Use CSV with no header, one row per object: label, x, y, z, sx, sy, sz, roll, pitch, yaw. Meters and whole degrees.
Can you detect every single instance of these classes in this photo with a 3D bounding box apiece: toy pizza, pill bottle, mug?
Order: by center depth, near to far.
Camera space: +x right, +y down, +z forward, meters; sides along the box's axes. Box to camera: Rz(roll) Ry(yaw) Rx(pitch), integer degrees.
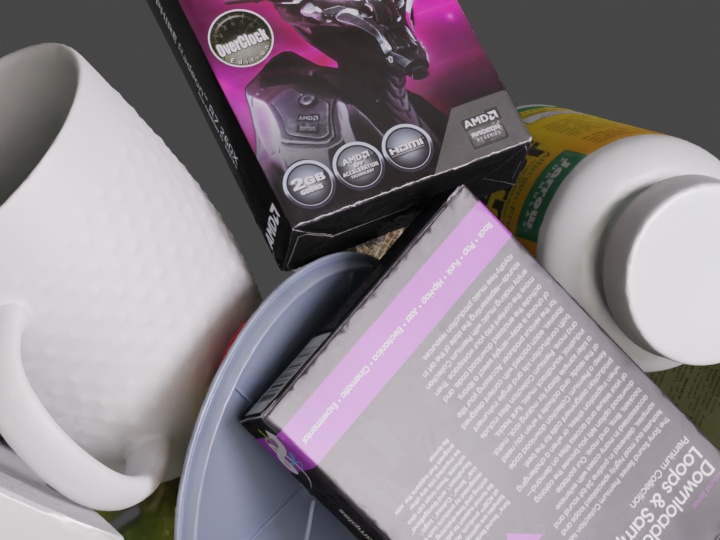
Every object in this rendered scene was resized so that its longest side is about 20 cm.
mug,-0.127,0.024,1.332,0.147,0.200,0.175,-31,121,20
toy pizza,-0.031,0.087,1.360,0.200,0.032,0.201,-31,128,-49
pill bottle,0.119,-0.014,1.416,0.112,0.200,0.113,-4,101,-21

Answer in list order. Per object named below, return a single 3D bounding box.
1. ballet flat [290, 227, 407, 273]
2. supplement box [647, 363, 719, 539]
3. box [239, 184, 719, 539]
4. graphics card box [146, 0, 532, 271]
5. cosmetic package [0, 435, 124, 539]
ballet flat,0.000,0.000,1.448,0.075,0.068,0.201,-6,109,0
supplement box,0.216,0.108,1.477,0.134,0.200,0.201,22,91,-23
box,0.064,0.083,1.312,0.200,0.036,0.143,45,70,-10
graphics card box,-0.021,-0.110,1.367,0.125,0.051,0.200,-20,70,-17
cosmetic package,-0.192,0.108,1.315,0.113,0.200,0.081,28,91,-25
